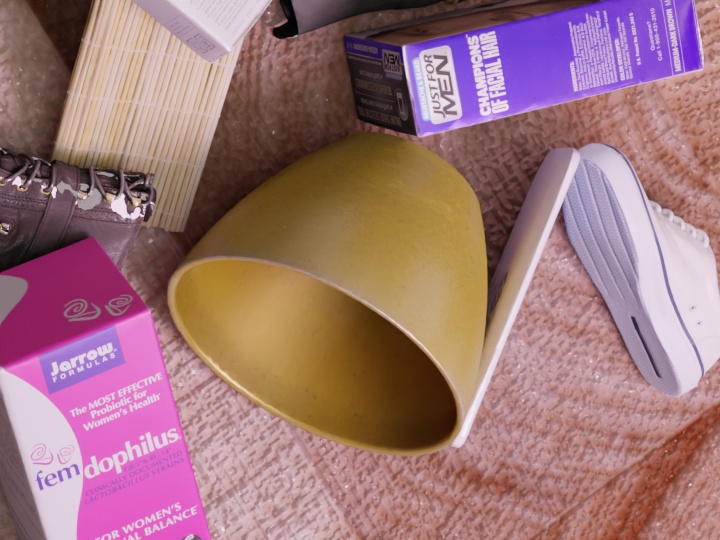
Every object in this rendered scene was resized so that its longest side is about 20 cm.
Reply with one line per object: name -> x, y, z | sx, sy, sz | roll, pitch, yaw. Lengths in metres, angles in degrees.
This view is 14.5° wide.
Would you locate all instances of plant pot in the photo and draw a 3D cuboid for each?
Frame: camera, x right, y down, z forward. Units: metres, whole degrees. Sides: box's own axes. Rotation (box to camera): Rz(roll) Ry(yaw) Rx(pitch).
plant pot -> 0.000, 0.000, 1.756 | 0.200, 0.200, 0.142 | 40, 59, -21

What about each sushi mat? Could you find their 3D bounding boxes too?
sushi mat -> -0.131, -0.099, 1.707 | 0.096, 0.012, 0.200 | 5, 134, -17

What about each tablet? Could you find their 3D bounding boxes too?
tablet -> 0.092, 0.015, 1.809 | 0.014, 0.130, 0.200 | 22, 90, -3

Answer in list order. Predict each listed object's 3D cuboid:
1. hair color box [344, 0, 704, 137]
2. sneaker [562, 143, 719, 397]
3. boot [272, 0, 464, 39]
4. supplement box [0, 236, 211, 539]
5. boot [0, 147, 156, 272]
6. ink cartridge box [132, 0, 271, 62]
hair color box -> 0.103, -0.139, 1.798 | 0.200, 0.109, 0.065 | -16, 103, -18
sneaker -> 0.192, -0.011, 1.870 | 0.071, 0.073, 0.200 | -41, 128, -23
boot -> 0.001, -0.238, 1.743 | 0.138, 0.077, 0.200 | -17, 122, -12
supplement box -> -0.168, 0.097, 1.708 | 0.101, 0.103, 0.200 | -23, 124, -15
boot -> -0.206, -0.060, 1.692 | 0.174, 0.069, 0.200 | 7, 134, -18
ink cartridge box -> -0.125, -0.223, 1.609 | 0.200, 0.050, 0.109 | 39, 76, -11
